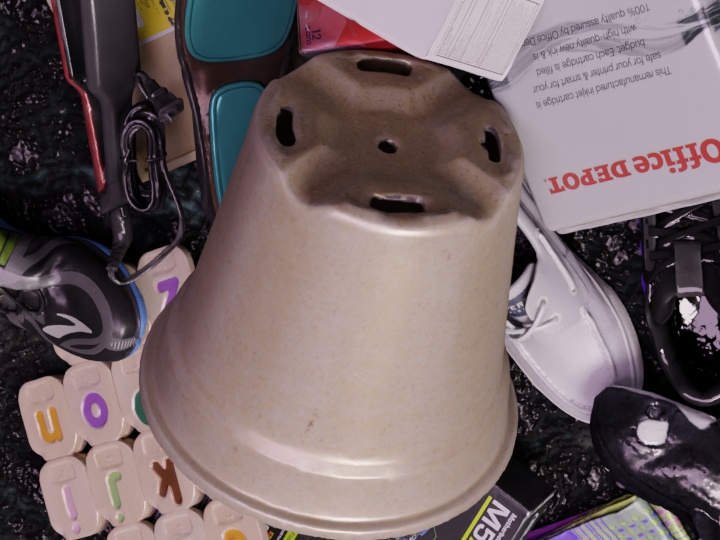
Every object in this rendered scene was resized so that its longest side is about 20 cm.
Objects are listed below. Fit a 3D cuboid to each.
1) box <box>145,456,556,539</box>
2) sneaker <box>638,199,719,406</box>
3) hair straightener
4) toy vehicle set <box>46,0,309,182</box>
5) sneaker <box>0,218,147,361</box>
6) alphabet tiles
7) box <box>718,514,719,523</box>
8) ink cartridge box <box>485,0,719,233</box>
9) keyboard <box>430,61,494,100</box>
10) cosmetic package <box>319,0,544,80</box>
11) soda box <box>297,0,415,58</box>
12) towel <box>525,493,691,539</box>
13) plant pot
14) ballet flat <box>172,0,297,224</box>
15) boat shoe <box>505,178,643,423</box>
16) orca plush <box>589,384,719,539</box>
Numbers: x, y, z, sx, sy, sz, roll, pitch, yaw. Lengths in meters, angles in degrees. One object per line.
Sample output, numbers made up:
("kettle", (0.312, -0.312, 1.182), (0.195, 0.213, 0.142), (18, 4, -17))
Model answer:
("box", (-0.016, 0.148, 1.539), (0.193, 0.048, 0.200), (34, 117, 11))
("sneaker", (0.177, -0.020, 1.390), (0.070, 0.100, 0.200), (-5, 109, 18))
("hair straightener", (-0.131, -0.083, 1.458), (0.077, 0.041, 0.200), (22, 122, 48))
("toy vehicle set", (-0.112, -0.160, 1.475), (0.124, 0.027, 0.200), (-21, 103, 24))
("sneaker", (-0.212, 0.003, 1.532), (0.200, 0.083, 0.071), (27, 119, 16))
("alphabet tiles", (-0.116, 0.090, 1.545), (0.200, 0.015, 0.196), (-19, 86, 37))
("box", (0.256, 0.057, 1.338), (0.112, 0.200, 0.101), (15, 115, 13))
("ink cartridge box", (0.127, -0.132, 1.287), (0.147, 0.083, 0.200), (-11, 104, 46))
("keyboard", (0.026, -0.160, 1.399), (0.104, 0.040, 0.200), (-42, 85, 2))
("cosmetic package", (-0.017, -0.158, 1.277), (0.200, 0.083, 0.051), (33, 100, 27))
("soda box", (0.004, -0.206, 1.356), (0.070, 0.063, 0.200), (-7, 83, 21))
("towel", (0.118, 0.219, 1.548), (0.200, 0.023, 0.144), (-26, 99, 26))
("plant pot", (0.000, 0.000, 1.335), (0.200, 0.200, 0.184), (23, 133, 9))
("ballet flat", (-0.070, -0.115, 1.422), (0.068, 0.068, 0.200), (-4, 116, -16))
("boat shoe", (0.087, 0.003, 1.448), (0.072, 0.069, 0.200), (-21, 102, 25))
("orca plush", (0.199, 0.144, 1.447), (0.200, 0.071, 0.105), (44, 143, -24))
